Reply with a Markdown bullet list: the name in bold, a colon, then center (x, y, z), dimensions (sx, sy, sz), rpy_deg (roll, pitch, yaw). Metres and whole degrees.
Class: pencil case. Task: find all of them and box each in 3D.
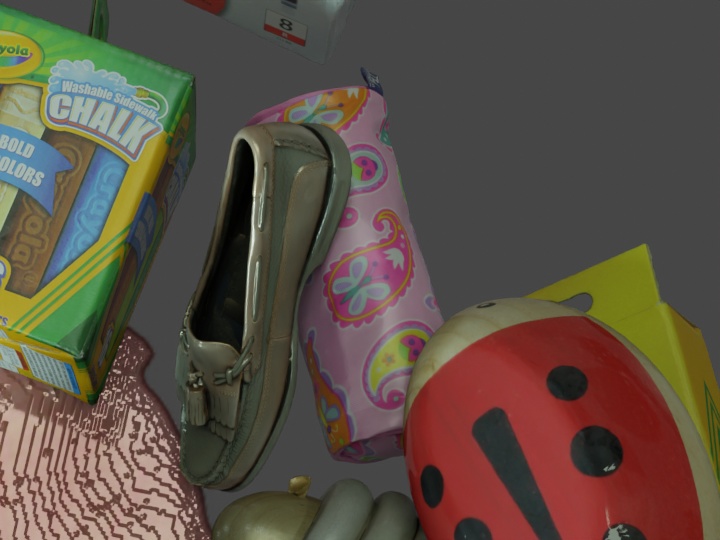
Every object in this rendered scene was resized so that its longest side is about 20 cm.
- **pencil case**: center (0.000, 0.000, 0.897), dimensions (0.087, 0.088, 0.202), rpy_deg (-12, 75, -8)

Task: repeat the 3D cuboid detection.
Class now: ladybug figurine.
- **ladybug figurine**: center (0.083, 0.093, 0.748), dimensions (0.136, 0.072, 0.201), rpy_deg (-41, 56, 13)

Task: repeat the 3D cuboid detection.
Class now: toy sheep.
- **toy sheep**: center (0.011, 0.178, 0.825), dimensions (0.199, 0.138, 0.138), rpy_deg (38, 74, -4)

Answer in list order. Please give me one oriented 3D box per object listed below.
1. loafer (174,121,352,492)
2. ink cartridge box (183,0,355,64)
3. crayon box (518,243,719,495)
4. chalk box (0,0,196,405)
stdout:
- **loafer**: center (-0.065, 0.018, 0.856), dimensions (0.072, 0.063, 0.202), rpy_deg (29, 106, 41)
- **ink cartridge box**: center (-0.073, -0.197, 0.884), dimensions (0.161, 0.200, 0.050), rpy_deg (25, 74, 3)
- **crayon box**: center (0.116, 0.103, 0.799), dimensions (0.126, 0.051, 0.202), rpy_deg (-23, 62, 24)
- **chalk box**: center (-0.159, -0.053, 0.877), dimensions (0.123, 0.125, 0.202), rpy_deg (21, 75, 1)
